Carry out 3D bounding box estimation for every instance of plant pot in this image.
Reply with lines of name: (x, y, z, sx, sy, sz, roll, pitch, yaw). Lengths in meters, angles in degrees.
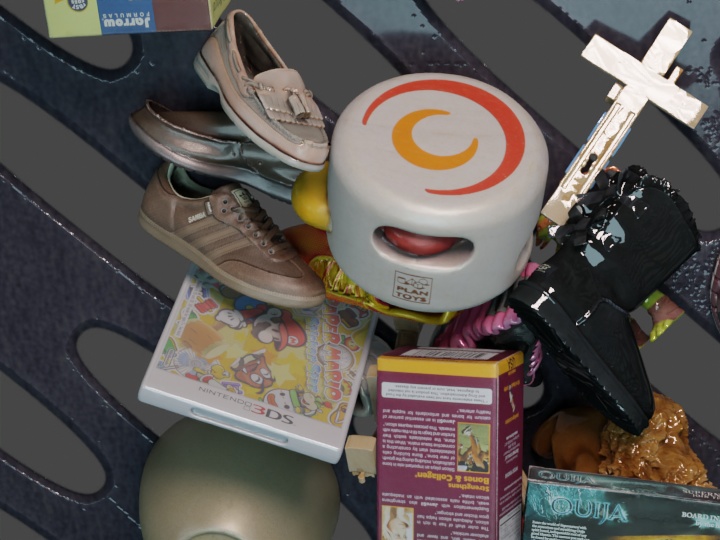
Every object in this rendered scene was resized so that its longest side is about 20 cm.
plant pot: (-0.126, 0.250, 1.710, 0.199, 0.135, 0.201, 3, 114, 6)

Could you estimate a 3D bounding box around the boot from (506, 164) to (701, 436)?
boot: (0.227, 0.022, 1.499, 0.163, 0.073, 0.198, -47, 117, -13)

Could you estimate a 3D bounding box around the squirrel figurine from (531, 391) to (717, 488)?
squirrel figurine: (0.232, 0.212, 1.590, 0.141, 0.187, 0.200, 21, 147, -7)

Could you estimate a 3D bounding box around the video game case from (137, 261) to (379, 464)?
video game case: (-0.086, 0.072, 1.589, 0.181, 0.200, 0.023, 18, 128, -2)

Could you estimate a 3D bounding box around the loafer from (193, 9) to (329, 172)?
loafer: (-0.081, -0.155, 1.498, 0.072, 0.200, 0.063, 11, 115, -38)

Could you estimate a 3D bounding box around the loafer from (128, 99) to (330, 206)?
loafer: (-0.107, -0.117, 1.583, 0.199, 0.073, 0.071, 18, 105, -7)

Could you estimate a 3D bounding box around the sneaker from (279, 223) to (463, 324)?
sneaker: (0.000, 0.000, 1.603, 0.199, 0.077, 0.073, 11, 102, 14)

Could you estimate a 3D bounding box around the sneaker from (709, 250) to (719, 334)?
sneaker: (0.348, 0.006, 1.551, 0.075, 0.116, 0.201, 0, 114, 7)

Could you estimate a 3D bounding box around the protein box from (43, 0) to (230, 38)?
protein box: (-0.176, -0.313, 1.424, 0.134, 0.199, 0.201, -2, 115, 8)

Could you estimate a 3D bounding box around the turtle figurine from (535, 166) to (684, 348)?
turtle figurine: (0.203, 0.006, 1.597, 0.161, 0.064, 0.200, 49, 122, 2)

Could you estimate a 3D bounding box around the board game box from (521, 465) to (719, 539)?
board game box: (0.235, 0.241, 1.506, 0.199, 0.028, 0.136, 6, 112, 8)

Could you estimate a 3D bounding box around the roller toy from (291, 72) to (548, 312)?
roller toy: (0.060, -0.061, 1.508, 0.200, 0.183, 0.140, -24, 144, -24)

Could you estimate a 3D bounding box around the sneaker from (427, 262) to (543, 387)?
sneaker: (0.138, 0.063, 1.593, 0.095, 0.079, 0.200, 36, 145, -11)

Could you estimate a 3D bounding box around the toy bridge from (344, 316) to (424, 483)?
toy bridge: (0.024, 0.114, 1.598, 0.027, 0.200, 0.067, 4, 133, 15)

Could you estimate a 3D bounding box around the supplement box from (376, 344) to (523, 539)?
supplement box: (0.078, 0.170, 1.534, 0.110, 0.086, 0.201, 2, 96, 21)

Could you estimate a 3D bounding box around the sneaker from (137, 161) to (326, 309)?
sneaker: (-0.112, -0.035, 1.586, 0.200, 0.070, 0.076, 27, 111, 19)

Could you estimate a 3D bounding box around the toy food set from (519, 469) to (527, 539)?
toy food set: (0.109, 0.226, 1.653, 0.049, 0.200, 0.199, -19, 76, -20)

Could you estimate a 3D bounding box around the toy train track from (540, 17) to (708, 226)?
toy train track: (0.218, -0.125, 1.526, 0.115, 0.033, 0.200, 34, 88, 4)

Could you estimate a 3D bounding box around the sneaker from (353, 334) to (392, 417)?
sneaker: (-0.067, 0.087, 1.646, 0.199, 0.099, 0.078, 10, 118, 3)
